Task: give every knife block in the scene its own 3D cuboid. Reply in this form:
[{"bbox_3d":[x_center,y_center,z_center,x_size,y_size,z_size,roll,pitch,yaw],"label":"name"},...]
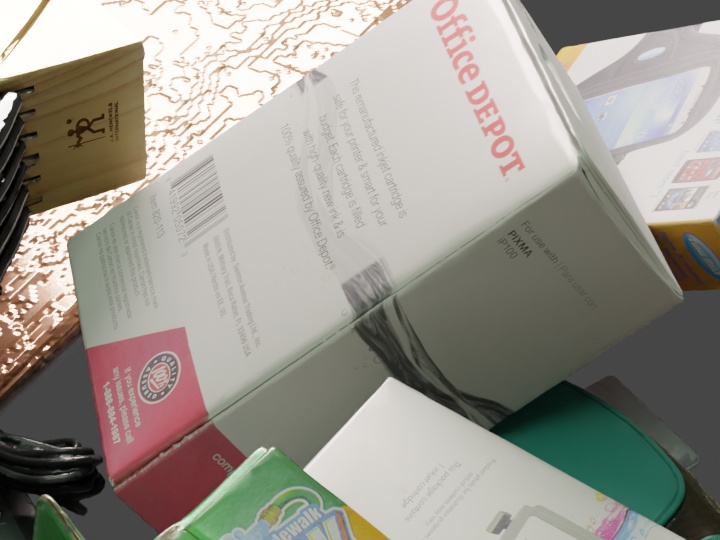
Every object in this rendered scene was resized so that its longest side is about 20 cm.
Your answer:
[{"bbox_3d":[-0.178,-0.059,0.843,0.175,0.064,0.200,-18,40,-27],"label":"knife block"}]

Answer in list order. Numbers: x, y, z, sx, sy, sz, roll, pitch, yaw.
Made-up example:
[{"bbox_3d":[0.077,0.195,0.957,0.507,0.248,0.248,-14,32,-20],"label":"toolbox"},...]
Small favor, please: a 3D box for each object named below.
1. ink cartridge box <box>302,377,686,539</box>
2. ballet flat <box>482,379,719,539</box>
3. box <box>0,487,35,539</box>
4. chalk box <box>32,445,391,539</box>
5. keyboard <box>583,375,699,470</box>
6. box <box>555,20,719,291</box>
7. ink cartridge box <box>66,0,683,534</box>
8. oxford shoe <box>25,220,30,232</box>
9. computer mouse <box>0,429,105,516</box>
[{"bbox_3d":[0.070,0.134,0.704,0.200,0.117,0.067,29,52,23],"label":"ink cartridge box"},{"bbox_3d":[0.105,0.110,0.767,0.068,0.067,0.200,-31,49,-24],"label":"ballet flat"},{"bbox_3d":[-0.188,0.121,0.784,0.158,0.046,0.200,-21,46,-19],"label":"box"},{"bbox_3d":[-0.034,0.150,0.659,0.200,0.125,0.124,36,54,16],"label":"chalk box"},{"bbox_3d":[0.034,0.097,0.829,0.199,0.011,0.056,-26,43,-23],"label":"keyboard"},{"bbox_3d":[0.121,-0.045,0.860,0.200,0.041,0.119,-6,42,56],"label":"box"},{"bbox_3d":[0.000,0.000,0.807,0.200,0.083,0.147,-34,38,12],"label":"ink cartridge box"},{"bbox_3d":[-0.166,-0.033,0.920,0.071,0.072,0.200,1,34,7],"label":"oxford shoe"},{"bbox_3d":[-0.180,0.110,0.730,0.109,0.044,0.200,20,48,20],"label":"computer mouse"}]
